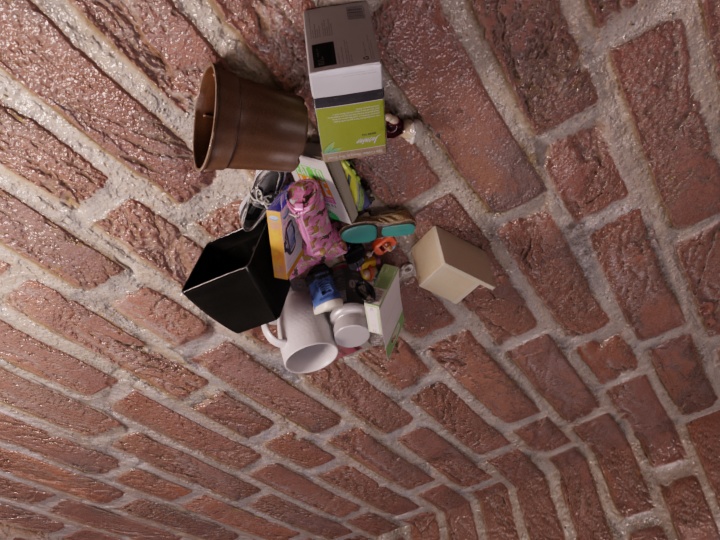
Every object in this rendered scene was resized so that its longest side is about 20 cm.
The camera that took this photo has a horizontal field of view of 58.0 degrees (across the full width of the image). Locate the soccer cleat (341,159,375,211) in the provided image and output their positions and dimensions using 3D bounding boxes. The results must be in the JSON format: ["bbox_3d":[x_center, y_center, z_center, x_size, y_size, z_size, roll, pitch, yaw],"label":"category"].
[{"bbox_3d":[-0.036,-0.203,1.485,0.082,0.066,0.201,-29,137,9],"label":"soccer cleat"}]

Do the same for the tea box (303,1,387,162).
[{"bbox_3d":[-0.028,-0.352,1.219,0.129,0.205,0.200,-7,141,-1],"label":"tea box"}]

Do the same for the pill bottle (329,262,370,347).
[{"bbox_3d":[-0.030,0.091,1.716,0.110,0.204,0.116,-5,140,-4],"label":"pill bottle"}]

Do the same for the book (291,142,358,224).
[{"bbox_3d":[-0.090,-0.199,1.462,0.130,0.049,0.202,17,149,31],"label":"book"}]

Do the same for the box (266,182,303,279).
[{"bbox_3d":[-0.171,-0.098,1.495,0.040,0.120,0.205,7,125,15],"label":"box"}]

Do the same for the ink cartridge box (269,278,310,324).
[{"bbox_3d":[-0.149,0.092,1.832,0.195,0.048,0.161,4,139,-38],"label":"ink cartridge box"}]

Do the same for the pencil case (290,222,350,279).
[{"bbox_3d":[-0.126,-0.045,1.636,0.196,0.085,0.086,-26,156,18],"label":"pencil case"}]

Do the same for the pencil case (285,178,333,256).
[{"bbox_3d":[-0.111,-0.113,1.459,0.085,0.084,0.202,-27,150,-7],"label":"pencil case"}]

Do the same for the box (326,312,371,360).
[{"bbox_3d":[-0.084,0.185,1.848,0.195,0.112,0.128,-23,156,8],"label":"box"}]

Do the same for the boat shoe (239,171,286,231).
[{"bbox_3d":[-0.227,-0.170,1.489,0.072,0.070,0.199,21,131,-30],"label":"boat shoe"}]

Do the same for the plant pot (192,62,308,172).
[{"bbox_3d":[-0.215,-0.285,1.280,0.192,0.204,0.202,4,139,-26],"label":"plant pot"}]

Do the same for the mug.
[{"bbox_3d":[-0.169,0.152,1.695,0.195,0.179,0.148,7,139,-35],"label":"mug"}]

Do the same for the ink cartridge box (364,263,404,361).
[{"bbox_3d":[0.065,0.109,1.679,0.046,0.147,0.204,11,136,19],"label":"ink cartridge box"}]

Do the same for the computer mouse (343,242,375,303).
[{"bbox_3d":[0.000,0.000,1.623,0.057,0.204,0.034,-24,147,10],"label":"computer mouse"}]

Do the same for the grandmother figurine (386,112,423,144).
[{"bbox_3d":[0.047,-0.310,1.388,0.194,0.063,0.121,3,180,-21],"label":"grandmother figurine"}]

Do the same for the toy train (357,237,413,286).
[{"bbox_3d":[0.070,-0.013,1.709,0.148,0.056,0.201,-34,137,5],"label":"toy train"}]

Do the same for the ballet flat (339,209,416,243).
[{"bbox_3d":[0.040,-0.113,1.602,0.193,0.067,0.072,-5,139,-9],"label":"ballet flat"}]

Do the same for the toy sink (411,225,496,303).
[{"bbox_3d":[0.243,-0.004,1.715,0.196,0.133,0.112,22,132,-32],"label":"toy sink"}]

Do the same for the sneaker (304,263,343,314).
[{"bbox_3d":[-0.092,0.042,1.583,0.074,0.115,0.200,-14,-179,-7],"label":"sneaker"}]

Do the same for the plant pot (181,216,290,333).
[{"bbox_3d":[-0.275,0.028,1.553,0.195,0.202,0.180,-19,120,22],"label":"plant pot"}]
